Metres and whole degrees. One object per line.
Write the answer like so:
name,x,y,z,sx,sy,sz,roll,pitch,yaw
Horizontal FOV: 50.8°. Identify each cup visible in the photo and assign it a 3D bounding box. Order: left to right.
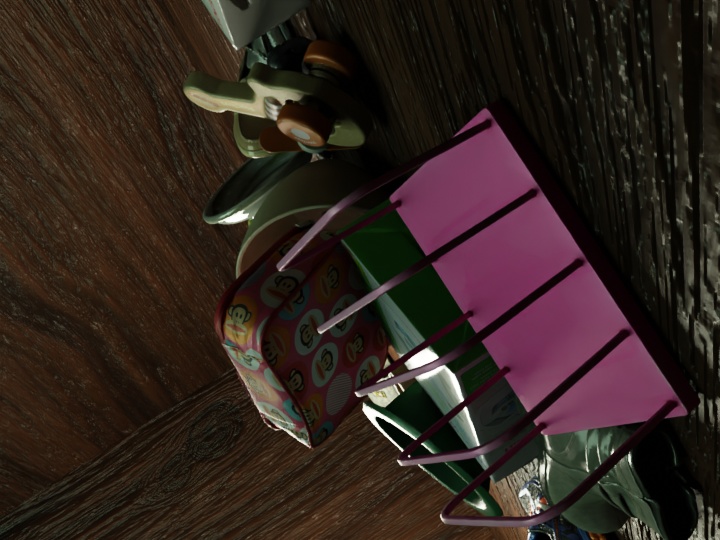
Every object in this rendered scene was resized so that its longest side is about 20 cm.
cup,-0.034,-0.042,0.850,0.143,0.200,0.200,-95,-17,-45

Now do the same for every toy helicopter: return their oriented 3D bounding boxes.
toy helicopter,-0.078,-0.153,0.712,0.200,0.079,0.132,16,168,27

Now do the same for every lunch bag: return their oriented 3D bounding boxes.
lunch bag,-0.040,0.056,0.744,0.082,0.176,0.200,20,144,34
lunch bag,0.053,0.307,2.223,0.200,0.118,0.164,43,165,45

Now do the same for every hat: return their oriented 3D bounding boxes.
hat,0.113,0.122,0.788,0.200,0.176,0.166,38,164,14

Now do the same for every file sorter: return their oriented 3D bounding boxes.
file sorter,0.061,0.035,0.450,0.200,0.125,0.139,57,153,3

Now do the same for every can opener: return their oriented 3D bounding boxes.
can opener,-0.051,-0.170,0.790,0.079,0.063,0.200,55,173,19

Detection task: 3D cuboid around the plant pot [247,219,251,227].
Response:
plant pot,-0.067,-0.018,1.122,0.193,0.200,0.200,65,172,-23

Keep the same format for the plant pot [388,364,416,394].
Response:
plant pot,0.131,0.210,1.148,0.201,0.093,0.201,57,174,10

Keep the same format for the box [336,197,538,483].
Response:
box,0.087,0.051,0.669,0.200,0.097,0.177,51,169,44

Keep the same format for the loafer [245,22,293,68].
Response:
loafer,-0.096,-0.227,0.858,0.200,0.063,0.072,61,173,-31

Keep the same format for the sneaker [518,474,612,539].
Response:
sneaker,0.228,0.304,0.908,0.075,0.078,0.200,58,174,-4

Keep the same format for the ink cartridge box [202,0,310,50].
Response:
ink cartridge box,-0.131,-0.307,0.619,0.200,0.084,0.146,55,174,13

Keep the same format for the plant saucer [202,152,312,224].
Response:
plant saucer,-0.132,-0.124,1.072,0.050,0.200,0.200,50,178,-24

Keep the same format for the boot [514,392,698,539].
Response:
boot,0.191,0.163,0.564,0.131,0.068,0.200,39,162,56

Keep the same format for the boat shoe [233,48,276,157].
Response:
boat shoe,-0.131,-0.219,0.957,0.065,0.071,0.200,80,180,-46
